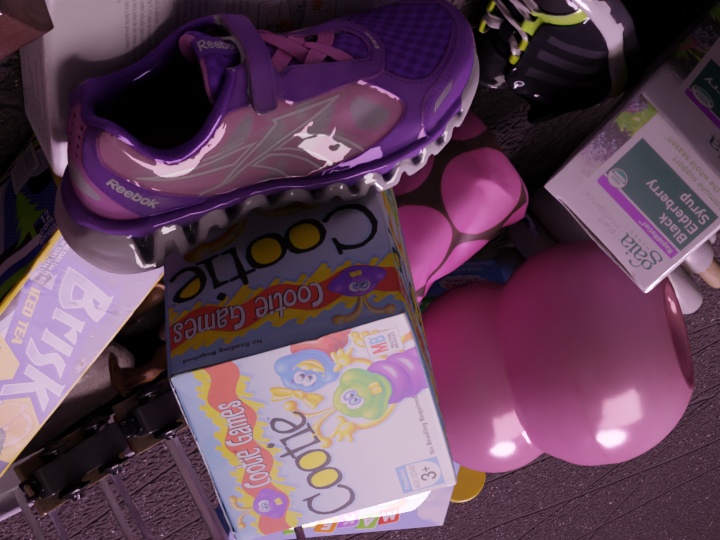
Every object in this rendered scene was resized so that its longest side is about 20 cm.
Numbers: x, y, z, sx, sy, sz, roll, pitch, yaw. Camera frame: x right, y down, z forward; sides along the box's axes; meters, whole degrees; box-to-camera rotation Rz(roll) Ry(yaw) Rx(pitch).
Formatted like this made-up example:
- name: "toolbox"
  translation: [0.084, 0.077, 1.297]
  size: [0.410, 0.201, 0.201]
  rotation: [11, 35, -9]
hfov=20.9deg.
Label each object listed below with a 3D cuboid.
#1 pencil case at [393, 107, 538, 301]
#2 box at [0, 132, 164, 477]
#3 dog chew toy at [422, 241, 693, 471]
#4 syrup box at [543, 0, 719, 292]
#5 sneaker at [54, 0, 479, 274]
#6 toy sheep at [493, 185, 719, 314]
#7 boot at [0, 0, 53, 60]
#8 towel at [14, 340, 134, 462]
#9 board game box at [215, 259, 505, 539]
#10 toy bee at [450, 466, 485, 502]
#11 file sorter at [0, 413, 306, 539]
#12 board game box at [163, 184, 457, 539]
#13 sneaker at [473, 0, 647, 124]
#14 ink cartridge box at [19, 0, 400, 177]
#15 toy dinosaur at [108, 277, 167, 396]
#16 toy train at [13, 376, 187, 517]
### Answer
- name: "pencil case"
  translation: [0.000, 0.000, 1.047]
  size: [0.200, 0.091, 0.094]
  rotation: [-38, 175, -18]
- name: "box"
  translation: [-0.176, 0.031, 0.953]
  size: [0.070, 0.065, 0.200]
  rotation: [18, 123, -41]
- name: "dog chew toy"
  translation: [0.083, 0.058, 1.106]
  size: [0.199, 0.126, 0.124]
  rotation: [-15, 160, 17]
- name: "syrup box"
  translation: [0.179, -0.075, 1.062]
  size: [0.081, 0.079, 0.200]
  rotation: [-45, 180, 32]
- name: "sneaker"
  translation: [-0.040, -0.073, 0.827]
  size: [0.199, 0.081, 0.089]
  rotation: [-24, 143, -13]
- name: "toy sheep"
  translation: [0.157, -0.008, 1.215]
  size: [0.200, 0.138, 0.138]
  rotation: [-48, 154, 4]
- name: "boot"
  translation: [-0.186, -0.062, 0.788]
  size: [0.199, 0.065, 0.186]
  rotation: [-33, 154, 17]
- name: "towel"
  translation: [-0.231, 0.086, 1.075]
  size: [0.199, 0.035, 0.133]
  rotation: [-33, 157, 7]
- name: "board game box"
  translation: [-0.002, 0.083, 1.212]
  size: [0.150, 0.037, 0.201]
  rotation: [-3, 131, -19]
- name: "toy bee"
  translation: [0.062, 0.093, 1.327]
  size: [0.108, 0.132, 0.200]
  rotation: [10, 152, -20]
- name: "file sorter"
  translation: [-0.150, 0.162, 1.137]
  size: [0.199, 0.125, 0.139]
  rotation: [-26, 174, -26]
- name: "board game box"
  translation: [-0.028, 0.007, 0.893]
  size: [0.102, 0.201, 0.105]
  rotation: [-15, 128, 4]
- name: "sneaker"
  translation: [0.092, -0.119, 0.990]
  size: [0.082, 0.072, 0.200]
  rotation: [-31, 156, 7]
- name: "ink cartridge box"
  translation: [-0.058, -0.134, 0.825]
  size: [0.175, 0.045, 0.200]
  rotation: [-21, 155, -17]
- name: "toy dinosaur"
  translation: [-0.096, 0.031, 1.086]
  size: [0.106, 0.061, 0.200]
  rotation: [-21, 155, -22]
- name: "toy train"
  translation: [-0.109, 0.075, 1.052]
  size: [0.199, 0.034, 0.046]
  rotation: [-30, -176, -41]
